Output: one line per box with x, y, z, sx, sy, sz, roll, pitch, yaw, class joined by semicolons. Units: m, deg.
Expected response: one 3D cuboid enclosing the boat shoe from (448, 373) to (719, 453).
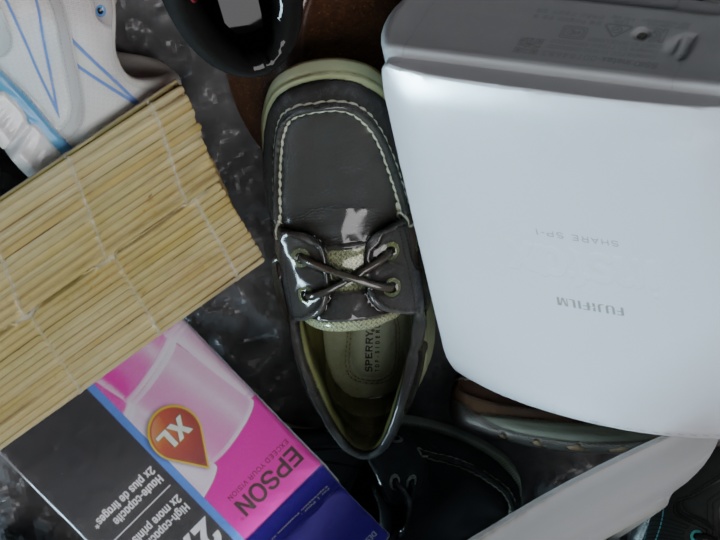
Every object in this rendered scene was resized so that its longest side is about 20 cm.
0.138;0.047;1.193;0.199;0.076;0.072;-1;85;-7;boat shoe

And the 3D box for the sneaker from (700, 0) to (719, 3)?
0.168;-0.122;1.063;0.070;0.093;0.201;15;102;-48;sneaker

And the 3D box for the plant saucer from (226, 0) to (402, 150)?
0.042;-0.103;1.093;0.199;0.035;0.201;-8;120;-14;plant saucer

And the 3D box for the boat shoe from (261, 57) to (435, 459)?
-0.001;0.000;1.089;0.071;0.066;0.201;-3;137;5;boat shoe

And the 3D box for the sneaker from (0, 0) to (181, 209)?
-0.144;-0.112;1.016;0.087;0.075;0.200;-43;130;1;sneaker

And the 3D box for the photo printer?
0.101;-0.016;1.038;0.166;0.070;0.201;10;136;25;photo printer

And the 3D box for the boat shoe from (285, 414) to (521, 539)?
-0.011;0.104;1.171;0.198;0.066;0.075;16;112;-24;boat shoe

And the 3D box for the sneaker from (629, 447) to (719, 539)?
0.152;0.162;1.248;0.075;0.079;0.200;33;103;-29;sneaker

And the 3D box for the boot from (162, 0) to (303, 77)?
-0.076;-0.173;0.952;0.072;0.144;0.201;-24;119;1;boot

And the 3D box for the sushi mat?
-0.132;0.014;1.030;0.200;0.012;0.096;-36;127;-20;sushi mat

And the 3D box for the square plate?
0.047;0.137;1.119;0.198;0.029;0.200;-21;166;-43;square plate

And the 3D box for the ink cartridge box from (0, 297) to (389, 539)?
-0.087;0.075;1.092;0.095;0.037;0.200;-44;96;-5;ink cartridge box
